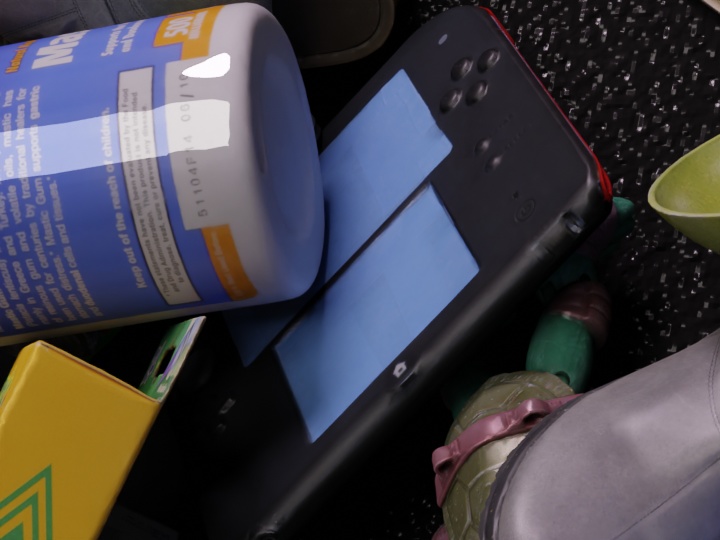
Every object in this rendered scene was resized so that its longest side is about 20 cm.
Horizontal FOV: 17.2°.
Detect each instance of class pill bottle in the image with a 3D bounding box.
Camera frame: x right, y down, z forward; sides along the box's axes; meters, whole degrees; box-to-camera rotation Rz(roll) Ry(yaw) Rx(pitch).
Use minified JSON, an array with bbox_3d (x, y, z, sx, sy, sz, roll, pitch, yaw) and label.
[{"bbox_3d":[-0.121,-0.030,0.891,0.198,0.112,0.113,-8,65,12],"label":"pill bottle"}]

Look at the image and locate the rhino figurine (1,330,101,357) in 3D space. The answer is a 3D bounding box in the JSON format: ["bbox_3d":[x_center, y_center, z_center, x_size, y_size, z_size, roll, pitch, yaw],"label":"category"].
[{"bbox_3d":[-0.186,0.034,0.963,0.199,0.060,0.088,-20,39,-7],"label":"rhino figurine"}]

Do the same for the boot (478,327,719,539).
[{"bbox_3d":[0.132,0.040,0.742,0.200,0.070,0.131,-39,3,-35],"label":"boot"}]

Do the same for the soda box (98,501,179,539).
[{"bbox_3d":[-0.176,0.104,0.991,0.199,0.068,0.064,14,77,35],"label":"soda box"}]

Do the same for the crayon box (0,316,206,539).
[{"bbox_3d":[-0.126,0.097,0.846,0.051,0.126,0.201,27,83,-8],"label":"crayon box"}]

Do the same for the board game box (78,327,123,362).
[{"bbox_3d":[-0.129,-0.071,1.060,0.135,0.029,0.200,-43,54,10],"label":"board game box"}]

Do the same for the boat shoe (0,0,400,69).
[{"bbox_3d":[-0.081,-0.117,1.000,0.198,0.072,0.068,3,30,4],"label":"boat shoe"}]

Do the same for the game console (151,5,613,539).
[{"bbox_3d":[0.000,0.000,0.901,0.200,0.031,0.177,-47,26,12],"label":"game console"}]

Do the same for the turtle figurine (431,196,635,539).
[{"bbox_3d":[0.071,0.074,0.838,0.149,0.101,0.201,-22,52,17],"label":"turtle figurine"}]

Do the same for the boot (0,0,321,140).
[{"bbox_3d":[-0.121,-0.085,0.947,0.198,0.131,0.068,-3,29,10],"label":"boot"}]

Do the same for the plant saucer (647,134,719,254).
[{"bbox_3d":[0.193,-0.042,0.776,0.199,0.200,0.031,-15,102,26],"label":"plant saucer"}]

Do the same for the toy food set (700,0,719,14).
[{"bbox_3d":[0.136,-0.196,0.930,0.144,0.060,0.200,-50,54,4],"label":"toy food set"}]
